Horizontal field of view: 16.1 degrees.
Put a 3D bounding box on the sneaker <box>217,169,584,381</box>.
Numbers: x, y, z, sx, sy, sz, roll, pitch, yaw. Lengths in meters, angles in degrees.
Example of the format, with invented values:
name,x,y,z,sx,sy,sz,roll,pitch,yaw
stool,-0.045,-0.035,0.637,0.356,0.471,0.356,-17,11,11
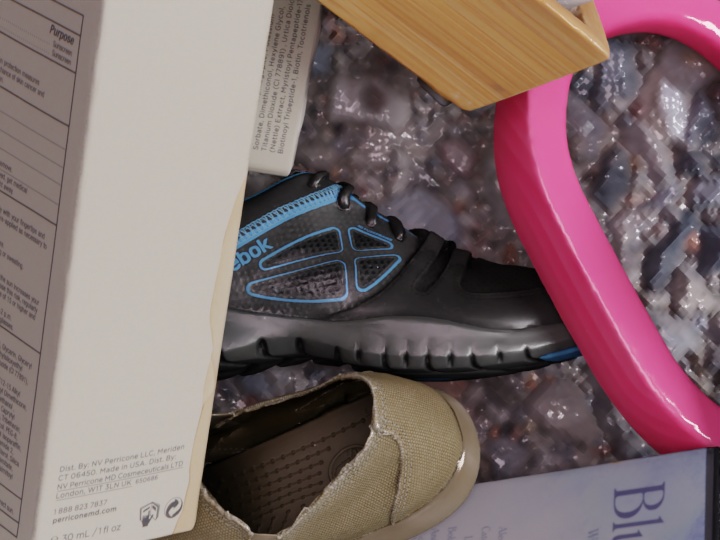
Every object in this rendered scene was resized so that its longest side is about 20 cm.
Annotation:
name,x,y,z,sx,sy,sz,roll,pitch,yaw
sneaker,0.000,0.000,0.952,0.200,0.073,0.082,2,82,-3

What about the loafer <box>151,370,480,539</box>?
name,x,y,z,sx,sy,sz,roll,pitch,yaw
loafer,-0.056,0.089,0.927,0.200,0.067,0.076,-31,49,6

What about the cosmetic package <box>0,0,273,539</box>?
name,x,y,z,sx,sy,sz,roll,pitch,yaw
cosmetic package,-0.098,-0.015,0.862,0.073,0.104,0.200,-7,117,-40

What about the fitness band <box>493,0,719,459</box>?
name,x,y,z,sx,sy,sz,roll,pitch,yaw
fitness band,0.132,-0.016,0.943,0.144,0.037,0.200,-28,86,-30

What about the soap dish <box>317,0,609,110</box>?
name,x,y,z,sx,sy,sz,roll,pitch,yaw
soap dish,-0.006,-0.154,0.896,0.200,0.157,0.081,35,112,-25

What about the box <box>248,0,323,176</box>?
name,x,y,z,sx,sy,sz,roll,pitch,yaw
box,-0.118,-0.092,0.933,0.200,0.068,0.082,10,105,-10

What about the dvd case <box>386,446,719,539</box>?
name,x,y,z,sx,sy,sz,roll,pitch,yaw
dvd case,0.034,0.139,0.897,0.200,0.018,0.143,-11,51,23
